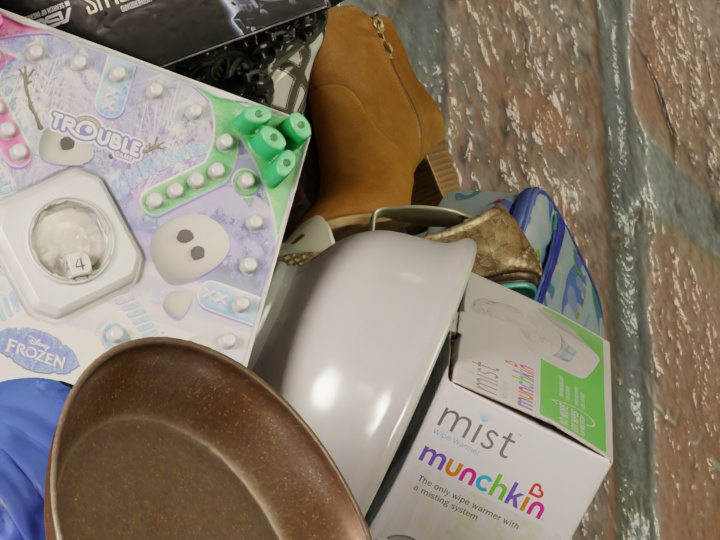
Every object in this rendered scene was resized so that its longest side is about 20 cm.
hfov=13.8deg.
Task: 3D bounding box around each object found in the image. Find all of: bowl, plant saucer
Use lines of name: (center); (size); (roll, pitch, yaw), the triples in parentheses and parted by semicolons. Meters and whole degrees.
bowl: (-0.022, 0.057, 1.521); (0.090, 0.201, 0.201); (24, 42, -3)
plant saucer: (-0.066, 0.126, 1.248); (0.200, 0.037, 0.200); (34, 41, -35)

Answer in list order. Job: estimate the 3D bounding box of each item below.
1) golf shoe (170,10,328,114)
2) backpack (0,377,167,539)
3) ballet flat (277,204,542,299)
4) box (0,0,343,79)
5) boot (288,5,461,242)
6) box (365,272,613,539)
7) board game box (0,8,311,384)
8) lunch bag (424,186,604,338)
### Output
golf shoe: (-0.066, -0.090, 1.671); (0.200, 0.078, 0.095); (-61, 151, -59)
backpack: (-0.152, 0.155, 1.284); (0.168, 0.162, 0.200); (-33, 102, -56)
ballet flat: (0.000, 0.000, 1.638); (0.200, 0.071, 0.065); (-7, 68, -18)
box: (-0.084, -0.157, 1.525); (0.200, 0.164, 0.086); (-48, 118, -75)
boot: (-0.013, -0.084, 1.751); (0.201, 0.071, 0.144); (-17, 81, -62)
box: (0.050, 0.116, 1.536); (0.097, 0.177, 0.200); (27, 15, -3)
board game box: (-0.136, -0.014, 1.389); (0.200, 0.026, 0.200); (20, 71, -14)
lunch bag: (0.075, 0.059, 1.736); (0.161, 0.082, 0.200); (63, 38, -41)
